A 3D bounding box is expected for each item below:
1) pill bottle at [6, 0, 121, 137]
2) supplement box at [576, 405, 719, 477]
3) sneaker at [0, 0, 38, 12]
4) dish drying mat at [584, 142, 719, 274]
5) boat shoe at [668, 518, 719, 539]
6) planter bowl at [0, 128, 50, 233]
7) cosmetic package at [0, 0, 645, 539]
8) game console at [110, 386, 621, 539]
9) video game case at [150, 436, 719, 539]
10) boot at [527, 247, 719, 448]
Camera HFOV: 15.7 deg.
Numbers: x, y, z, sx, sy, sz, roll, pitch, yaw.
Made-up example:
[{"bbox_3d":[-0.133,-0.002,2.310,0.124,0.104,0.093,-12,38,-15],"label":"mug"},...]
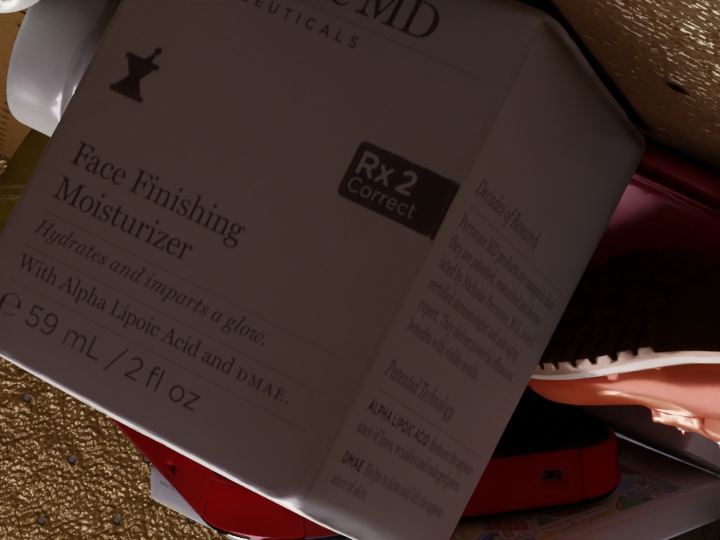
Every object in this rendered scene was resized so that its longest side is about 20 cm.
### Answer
[{"bbox_3d":[-0.055,-0.070,1.194,0.199,0.110,0.110,26,175,13],"label":"pill bottle"},{"bbox_3d":[0.147,0.037,1.282,0.103,0.102,0.200,29,175,-34],"label":"supplement box"},{"bbox_3d":[-0.184,-0.162,1.219,0.080,0.077,0.200,19,-172,-39],"label":"sneaker"},{"bbox_3d":[0.121,-0.018,1.098,0.199,0.018,0.077,25,135,17],"label":"dish drying mat"},{"bbox_3d":[0.119,0.121,1.286,0.199,0.074,0.063,21,172,34],"label":"boat shoe"},{"bbox_3d":[-0.124,-0.041,1.396,0.199,0.084,0.200,4,178,0],"label":"planter bowl"},{"bbox_3d":[-0.017,-0.015,1.016,0.164,0.201,0.165,24,175,24],"label":"cosmetic package"},{"bbox_3d":[0.002,0.076,1.189,0.199,0.031,0.177,-5,-166,-23],"label":"game console"},{"bbox_3d":[0.036,0.100,1.192,0.199,0.023,0.181,-15,-155,-41],"label":"video game case"},{"bbox_3d":[0.150,0.049,1.067,0.199,0.075,0.108,-1,128,37],"label":"boot"}]
